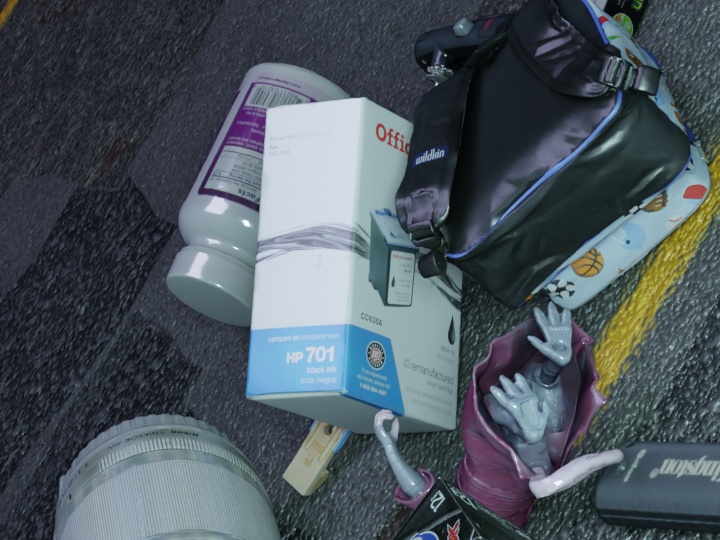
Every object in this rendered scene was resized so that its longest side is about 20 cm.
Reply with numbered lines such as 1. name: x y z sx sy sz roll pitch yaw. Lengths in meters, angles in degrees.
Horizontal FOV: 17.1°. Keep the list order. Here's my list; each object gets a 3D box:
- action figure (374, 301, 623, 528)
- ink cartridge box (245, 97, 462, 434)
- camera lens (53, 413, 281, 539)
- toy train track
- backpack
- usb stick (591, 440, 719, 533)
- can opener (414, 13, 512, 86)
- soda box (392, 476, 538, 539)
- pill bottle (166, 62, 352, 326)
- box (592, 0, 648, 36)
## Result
1. action figure: 0.095 0.121 1.465 0.149 0.133 0.201 52 142 31
2. ink cartridge box: 0.000 0.000 1.618 0.086 0.146 0.201 -3 76 33
3. camera lens: -0.130 0.212 1.666 0.160 0.160 0.200 -49 26 15
4. toy train track: 0.009 0.075 1.719 0.115 0.032 0.201 40 107 26
5. backpack: 0.130 -0.085 1.573 0.200 0.154 0.191 -37 37 20
6. usb stick: 0.201 0.121 1.339 0.200 0.033 0.056 -5 56 59
7. can opener: 0.106 -0.163 1.722 0.200 0.063 0.079 1 60 62
8. soda box: 0.104 0.190 1.232 0.063 0.200 0.071 -53 26 8
9. pill bottle: -0.081 -0.060 1.958 0.112 0.112 0.201 -9 52 57
10. box: 0.147 -0.152 1.752 0.110 0.035 0.201 -10 51 57
